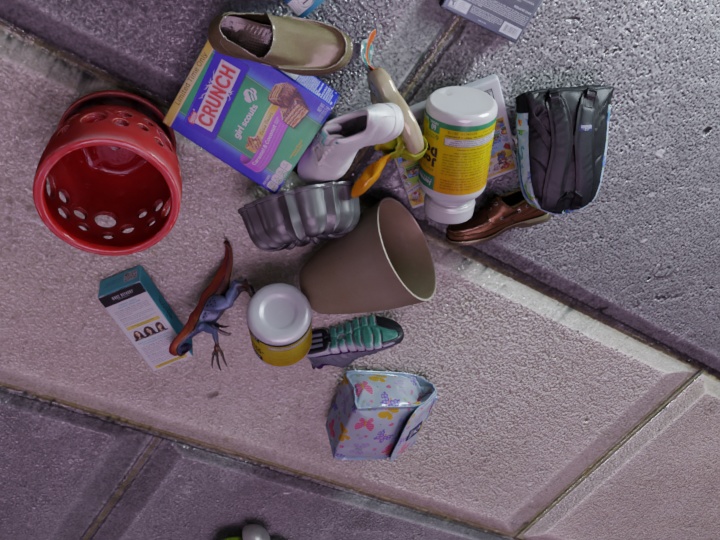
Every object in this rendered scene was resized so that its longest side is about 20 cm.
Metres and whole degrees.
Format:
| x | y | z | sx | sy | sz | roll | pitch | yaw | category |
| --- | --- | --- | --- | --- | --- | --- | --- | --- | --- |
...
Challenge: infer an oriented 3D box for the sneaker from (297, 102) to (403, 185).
| x | y | z | sx | sy | sz | roll | pitch | yaw | category |
| --- | --- | --- | --- | --- | --- | --- | --- | --- | --- |
| -0.037 | -0.188 | 1.188 | 0.200 | 0.075 | 0.088 | -30 | 167 | 37 | sneaker |

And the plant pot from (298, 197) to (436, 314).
| x | y | z | sx | sy | sz | roll | pitch | yaw | category |
| --- | --- | --- | --- | --- | --- | --- | --- | --- | --- |
| 0.000 | 0.000 | 1.417 | 0.200 | 0.188 | 0.187 | -24 | 130 | 26 | plant pot |

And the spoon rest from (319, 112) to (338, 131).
| x | y | z | sx | sy | sz | roll | pitch | yaw | category |
| --- | --- | --- | --- | --- | --- | --- | --- | --- | --- |
| -0.114 | -0.202 | 1.308 | 0.200 | 0.061 | 0.099 | -17 | 129 | 19 | spoon rest |

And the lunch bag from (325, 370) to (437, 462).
| x | y | z | sx | sy | sz | roll | pitch | yaw | category |
| --- | --- | --- | --- | --- | --- | --- | --- | --- | --- |
| 0.049 | 0.301 | 1.680 | 0.199 | 0.127 | 0.170 | 5 | 128 | -24 | lunch bag |

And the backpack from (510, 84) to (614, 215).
| x | y | z | sx | sy | sz | roll | pitch | yaw | category |
| --- | --- | --- | --- | --- | --- | --- | --- | --- | --- |
| 0.326 | -0.192 | 1.344 | 0.163 | 0.154 | 0.201 | -8 | 93 | -10 | backpack |

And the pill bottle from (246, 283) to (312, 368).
| x | y | z | sx | sy | sz | roll | pitch | yaw | category |
| --- | --- | --- | --- | --- | --- | --- | --- | --- | --- |
| -0.142 | 0.108 | 1.461 | 0.112 | 0.112 | 0.200 | -7 | 157 | -6 | pill bottle |

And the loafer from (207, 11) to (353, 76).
| x | y | z | sx | sy | sz | roll | pitch | yaw | category |
| --- | --- | --- | --- | --- | --- | --- | --- | --- | --- |
| -0.108 | -0.307 | 1.109 | 0.199 | 0.067 | 0.076 | 4 | 100 | -6 | loafer |

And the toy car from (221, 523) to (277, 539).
| x | y | z | sx | sy | sz | roll | pitch | yaw | category |
| --- | --- | --- | --- | --- | --- | --- | --- | --- | --- |
| -0.263 | 0.702 | 1.905 | 0.175 | 0.150 | 0.200 | -31 | 127 | 12 | toy car |

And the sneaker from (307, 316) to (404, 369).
| x | y | z | sx | sy | sz | roll | pitch | yaw | category |
| --- | --- | --- | --- | --- | --- | --- | --- | --- | --- |
| -0.010 | 0.145 | 1.590 | 0.199 | 0.075 | 0.088 | -8 | 140 | 8 | sneaker |

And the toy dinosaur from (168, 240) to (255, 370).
| x | y | z | sx | sy | sz | roll | pitch | yaw | category |
| --- | --- | --- | --- | --- | --- | --- | --- | --- | --- |
| -0.272 | 0.073 | 1.456 | 0.181 | 0.105 | 0.200 | -25 | 94 | -3 | toy dinosaur |

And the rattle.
| x | y | z | sx | sy | sz | roll | pitch | yaw | category |
| --- | --- | --- | --- | --- | --- | --- | --- | --- | --- |
| 0.005 | -0.238 | 1.237 | 0.143 | 0.130 | 0.200 | -25 | 118 | 10 | rattle |

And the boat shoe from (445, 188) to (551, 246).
| x | y | z | sx | sy | sz | roll | pitch | yaw | category |
| --- | --- | --- | --- | --- | --- | --- | --- | --- | --- |
| 0.240 | -0.105 | 1.447 | 0.199 | 0.072 | 0.068 | -20 | 126 | -9 | boat shoe |

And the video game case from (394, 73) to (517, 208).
| x | y | z | sx | sy | sz | roll | pitch | yaw | category |
| --- | --- | --- | --- | --- | --- | --- | --- | --- | --- |
| 0.153 | -0.212 | 1.369 | 0.199 | 0.023 | 0.182 | -21 | 128 | 3 | video game case |

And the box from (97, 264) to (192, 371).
| x | y | z | sx | sy | sz | roll | pitch | yaw | category |
| --- | --- | --- | --- | --- | --- | --- | --- | --- | --- |
| -0.382 | 0.089 | 1.470 | 0.082 | 0.049 | 0.200 | -21 | 129 | 4 | box |

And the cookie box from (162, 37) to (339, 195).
| x | y | z | sx | sy | sz | roll | pitch | yaw | category |
| --- | --- | --- | --- | --- | --- | --- | --- | --- | --- |
| -0.161 | -0.240 | 1.212 | 0.200 | 0.075 | 0.171 | 33 | 117 | -9 | cookie box |

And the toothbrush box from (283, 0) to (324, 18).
| x | y | z | sx | sy | sz | roll | pitch | yaw | category |
| --- | --- | --- | --- | --- | --- | --- | --- | --- | --- |
| -0.053 | -0.463 | 1.090 | 0.200 | 0.085 | 0.146 | -35 | 127 | 17 | toothbrush box |

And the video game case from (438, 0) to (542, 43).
| x | y | z | sx | sy | sz | roll | pitch | yaw | category |
| --- | --- | --- | --- | --- | --- | --- | --- | --- | --- |
| 0.225 | -0.450 | 1.202 | 0.143 | 0.019 | 0.200 | 17 | 121 | -24 | video game case |

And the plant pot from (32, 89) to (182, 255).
| x | y | z | sx | sy | sz | roll | pitch | yaw | category |
| --- | --- | --- | --- | --- | --- | --- | --- | --- | --- |
| -0.365 | -0.150 | 1.204 | 0.200 | 0.183 | 0.201 | -6 | 128 | -8 | plant pot |

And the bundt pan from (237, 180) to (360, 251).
| x | y | z | sx | sy | sz | roll | pitch | yaw | category |
| --- | --- | --- | --- | --- | --- | --- | --- | --- | --- |
| -0.089 | -0.081 | 1.307 | 0.201 | 0.202 | 0.076 | -14 | 87 | -1 | bundt pan |

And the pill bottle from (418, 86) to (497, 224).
| x | y | z | sx | sy | sz | roll | pitch | yaw | category |
| --- | --- | --- | --- | --- | --- | --- | --- | --- | --- |
| 0.151 | -0.180 | 1.307 | 0.112 | 0.113 | 0.200 | -4 | 128 | -9 | pill bottle |
